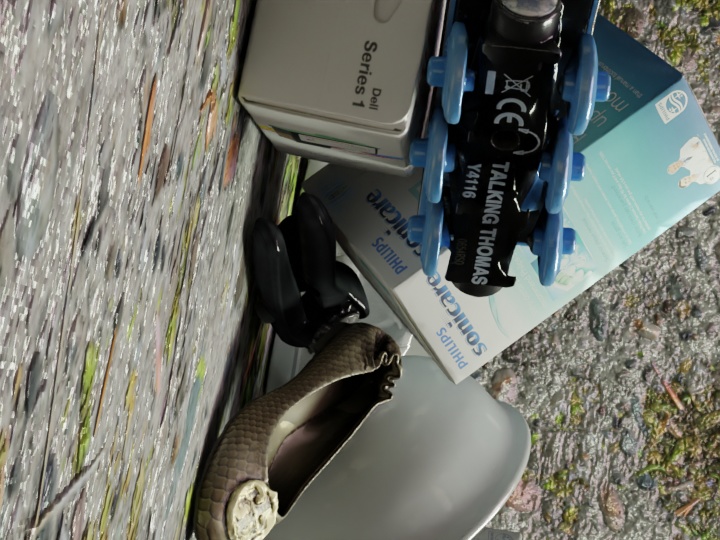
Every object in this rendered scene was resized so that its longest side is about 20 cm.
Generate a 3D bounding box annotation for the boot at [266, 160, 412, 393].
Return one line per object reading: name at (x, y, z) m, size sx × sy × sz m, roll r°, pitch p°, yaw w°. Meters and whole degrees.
boot at (0.000, 0.000, 1.336) m, size 0.074 × 0.095 × 0.200 m, roll -47°, pitch 146°, yaw -85°

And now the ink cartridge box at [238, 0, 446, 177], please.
ink cartridge box at (0.000, -0.133, 1.010) m, size 0.200 × 0.084 × 0.145 m, roll 50°, pitch 52°, yaw -86°

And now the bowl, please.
bowl at (-0.004, 0.112, 1.222) m, size 0.090 × 0.201 × 0.201 m, roll 58°, pitch 20°, yaw -19°

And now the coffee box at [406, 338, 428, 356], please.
coffee box at (0.037, -0.032, 1.497) m, size 0.080 × 0.114 × 0.200 m, roll 37°, pitch 48°, yaw -37°

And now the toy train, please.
toy train at (0.068, -0.078, 0.964) m, size 0.200 × 0.087 × 0.114 m, roll 95°, pitch -1°, yaw -48°

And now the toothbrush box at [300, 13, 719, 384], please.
toothbrush box at (0.087, -0.051, 1.141) m, size 0.085 × 0.200 × 0.146 m, roll 54°, pitch -2°, yaw -35°

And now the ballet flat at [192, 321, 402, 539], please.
ballet flat at (-0.029, 0.090, 1.099) m, size 0.200 × 0.046 × 0.067 m, roll -45°, pitch 139°, yaw -50°

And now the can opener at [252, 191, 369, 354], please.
can opener at (-0.038, 0.002, 1.144) m, size 0.063 × 0.079 × 0.200 m, roll -41°, pitch 169°, yaw -5°

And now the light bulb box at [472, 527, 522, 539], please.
light bulb box at (0.012, 0.300, 1.555) m, size 0.125 × 0.200 × 0.198 m, roll -78°, pitch 177°, yaw -56°
